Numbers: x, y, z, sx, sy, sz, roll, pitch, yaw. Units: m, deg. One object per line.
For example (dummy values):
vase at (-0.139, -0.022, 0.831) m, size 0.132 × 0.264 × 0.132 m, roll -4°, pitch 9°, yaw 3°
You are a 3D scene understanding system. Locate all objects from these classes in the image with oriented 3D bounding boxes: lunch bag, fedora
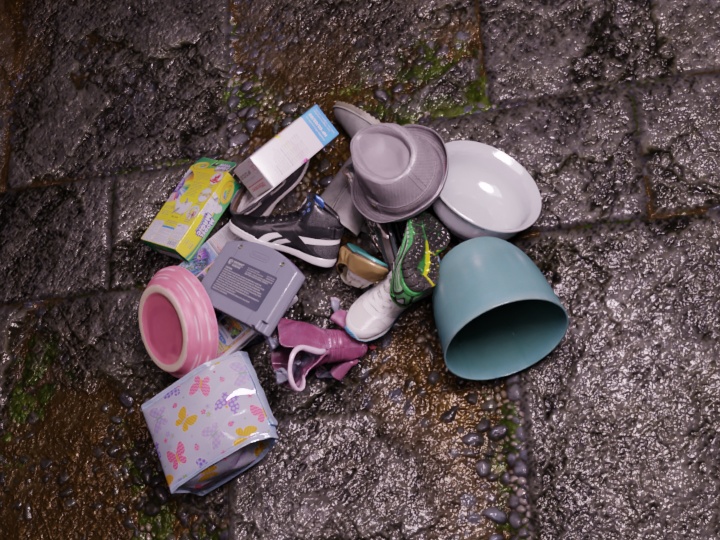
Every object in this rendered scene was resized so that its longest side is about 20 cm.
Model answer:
lunch bag at (-0.238, 0.254, 1.490) m, size 0.199 × 0.127 × 0.170 m, roll -35°, pitch 64°, yaw 13°
fedora at (0.044, -0.172, 1.420) m, size 0.177 × 0.090 × 0.200 m, roll -45°, pitch 47°, yaw 5°

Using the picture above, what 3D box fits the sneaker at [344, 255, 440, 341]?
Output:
sneaker at (0.052, 0.036, 1.468) m, size 0.200 × 0.081 × 0.076 m, roll -39°, pitch 68°, yaw -23°

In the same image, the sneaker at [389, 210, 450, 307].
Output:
sneaker at (0.082, -0.025, 1.415) m, size 0.078 × 0.085 × 0.201 m, roll 35°, pitch 40°, yaw -10°

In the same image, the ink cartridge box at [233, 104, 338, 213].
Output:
ink cartridge box at (-0.145, -0.192, 1.556) m, size 0.200 × 0.115 × 0.068 m, roll -43°, pitch 100°, yaw -21°

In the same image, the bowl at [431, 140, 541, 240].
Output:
bowl at (0.191, -0.113, 1.484) m, size 0.199 × 0.091 × 0.202 m, roll 11°, pitch 48°, yaw -13°

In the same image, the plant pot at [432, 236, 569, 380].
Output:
plant pot at (0.201, 0.046, 1.398) m, size 0.199 × 0.201 × 0.162 m, roll -23°, pitch 52°, yaw 7°

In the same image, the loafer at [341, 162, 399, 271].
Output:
loafer at (0.021, -0.092, 1.540) m, size 0.062 × 0.072 × 0.202 m, roll -15°, pitch 88°, yaw 6°

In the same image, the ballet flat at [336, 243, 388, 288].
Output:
ballet flat at (0.000, 0.000, 1.485) m, size 0.068 × 0.200 × 0.063 m, roll 26°, pitch 93°, yaw -12°

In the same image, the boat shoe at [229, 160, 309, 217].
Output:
boat shoe at (-0.166, -0.169, 1.641) m, size 0.074 × 0.060 × 0.200 m, roll 38°, pitch 85°, yaw 26°

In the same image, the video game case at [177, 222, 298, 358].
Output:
video game case at (-0.233, 0.036, 1.570) m, size 0.182 × 0.024 × 0.200 m, roll -40°, pitch 67°, yaw 1°

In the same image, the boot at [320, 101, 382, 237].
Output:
boot at (-0.024, -0.184, 1.607) m, size 0.181 × 0.073 × 0.201 m, roll 34°, pitch 90°, yaw 22°

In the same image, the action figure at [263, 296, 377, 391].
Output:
action figure at (-0.051, 0.117, 1.461) m, size 0.198 × 0.149 × 0.135 m, roll -6°, pitch 93°, yaw -22°

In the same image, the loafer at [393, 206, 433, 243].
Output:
loafer at (0.098, -0.141, 1.536) m, size 0.063 × 0.071 × 0.202 m, roll -13°, pitch 71°, yaw 48°

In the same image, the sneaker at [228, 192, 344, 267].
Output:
sneaker at (-0.122, -0.091, 1.549) m, size 0.198 × 0.073 × 0.113 m, roll 19°, pitch 110°, yaw 1°

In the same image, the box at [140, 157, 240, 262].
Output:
box at (-0.304, -0.117, 1.641) m, size 0.117 × 0.048 × 0.201 m, roll 15°, pitch 68°, yaw 42°

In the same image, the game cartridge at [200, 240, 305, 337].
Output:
game cartridge at (-0.181, 0.022, 1.492) m, size 0.199 × 0.042 × 0.134 m, roll 22°, pitch 72°, yaw 44°

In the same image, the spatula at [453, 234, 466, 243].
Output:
spatula at (0.163, -0.067, 1.533) m, size 0.056 × 0.021 × 0.201 m, roll -30°, pitch 63°, yaw 0°

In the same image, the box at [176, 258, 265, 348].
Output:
box at (-0.244, 0.047, 1.603) m, size 0.136 × 0.040 × 0.202 m, roll -20°, pitch 68°, yaw 8°

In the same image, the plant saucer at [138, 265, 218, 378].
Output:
plant saucer at (-0.322, 0.095, 1.544) m, size 0.199 × 0.051 × 0.203 m, roll 13°, pitch 108°, yaw 43°
